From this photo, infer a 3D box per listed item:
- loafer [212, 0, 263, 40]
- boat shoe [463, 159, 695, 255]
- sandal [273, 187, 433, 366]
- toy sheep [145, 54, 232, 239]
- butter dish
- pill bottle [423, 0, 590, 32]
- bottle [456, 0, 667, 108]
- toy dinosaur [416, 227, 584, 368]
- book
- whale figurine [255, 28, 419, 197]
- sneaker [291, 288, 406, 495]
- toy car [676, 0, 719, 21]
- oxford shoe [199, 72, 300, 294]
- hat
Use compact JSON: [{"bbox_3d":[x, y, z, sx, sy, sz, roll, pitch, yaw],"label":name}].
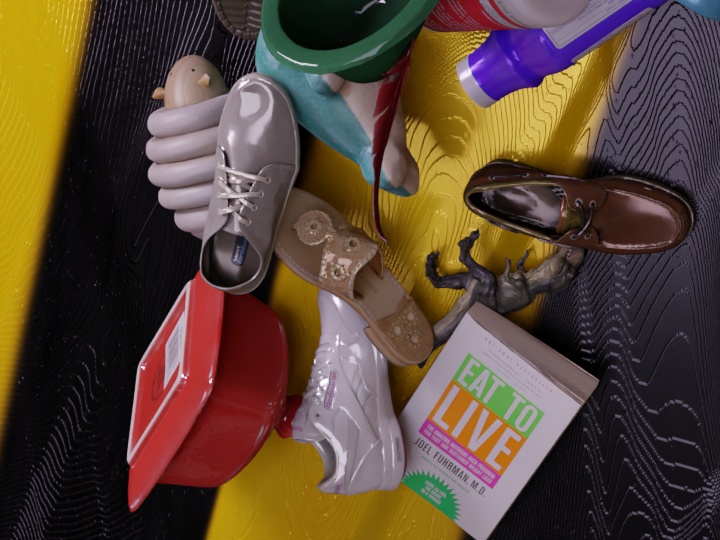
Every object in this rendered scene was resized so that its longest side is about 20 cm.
[{"bbox_3d":[-0.090,-0.300,1.628,0.076,0.068,0.201,14,126,15],"label":"loafer"},{"bbox_3d":[0.186,-0.047,1.594,0.199,0.068,0.072,8,107,18],"label":"boat shoe"},{"bbox_3d":[0.003,-0.004,1.628,0.212,0.078,0.070,47,146,-15],"label":"sandal"},{"bbox_3d":[-0.128,-0.096,1.665,0.137,0.138,0.201,-14,100,24],"label":"toy sheep"},{"bbox_3d":[-0.122,0.115,1.716,0.147,0.201,0.200,20,129,-17],"label":"butter dish"},{"bbox_3d":[0.093,-0.252,1.510,0.199,0.112,0.113,6,111,52],"label":"pill bottle"},{"bbox_3d":[0.171,-0.208,1.543,0.200,0.084,0.065,-33,105,27],"label":"bottle"},{"bbox_3d":[0.103,0.014,1.660,0.200,0.047,0.088,-32,100,29],"label":"toy dinosaur"},{"bbox_3d":[0.110,0.139,1.682,0.133,0.048,0.200,36,126,9],"label":"book"},{"bbox_3d":[-0.021,-0.146,1.593,0.103,0.159,0.201,-28,79,13],"label":"whale figurine"},{"bbox_3d":[-0.020,0.108,1.684,0.099,0.075,0.201,-10,82,-19],"label":"sneaker"},{"bbox_3d":[0.349,-0.238,1.379,0.176,0.200,0.185,24,111,-17],"label":"toy car"},{"bbox_3d":[-0.097,-0.068,1.572,0.075,0.058,0.201,16,110,12],"label":"oxford shoe"},{"bbox_3d":[0.025,-0.177,1.505,0.200,0.176,0.166,-38,47,4],"label":"hat"}]
